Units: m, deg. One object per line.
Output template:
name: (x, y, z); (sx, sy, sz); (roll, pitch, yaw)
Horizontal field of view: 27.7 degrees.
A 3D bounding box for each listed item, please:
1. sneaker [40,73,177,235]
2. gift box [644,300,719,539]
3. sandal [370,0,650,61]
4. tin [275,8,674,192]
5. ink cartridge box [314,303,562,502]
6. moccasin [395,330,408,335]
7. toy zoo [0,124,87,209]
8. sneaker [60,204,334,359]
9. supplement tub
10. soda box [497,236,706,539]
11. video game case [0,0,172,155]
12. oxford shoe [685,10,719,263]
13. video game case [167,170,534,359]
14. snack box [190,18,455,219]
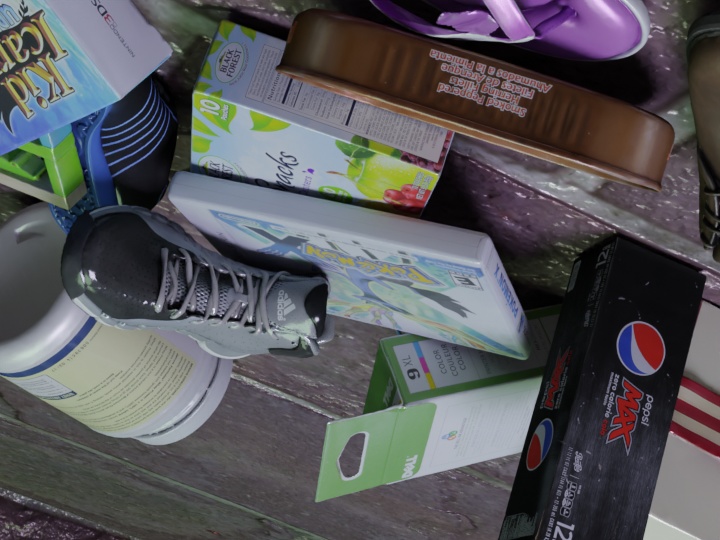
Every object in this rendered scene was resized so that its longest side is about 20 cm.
sneaker: (-0.149, -0.102, 0.872); (0.070, 0.078, 0.200); (32, 142, 18)
gift box: (0.250, 0.148, 1.015); (0.186, 0.185, 0.200); (27, 158, -7)
sandal: (0.034, -0.131, 0.658); (0.202, 0.050, 0.082); (23, 159, -13)
tin: (0.058, -0.084, 0.723); (0.199, 0.042, 0.112); (17, -179, 0)
ink cartridge box: (0.058, 0.091, 1.021); (0.199, 0.059, 0.104); (-11, 145, -17)
moccasin: (0.052, 0.081, 1.145); (0.068, 0.081, 0.200); (16, 159, 18)
toy zoo: (-0.229, -0.132, 0.822); (0.131, 0.020, 0.200); (20, 141, 25)
sneaker: (-0.080, 0.009, 0.889); (0.115, 0.075, 0.200); (3, 169, 32)
supplement tub: (-0.210, 0.048, 1.185); (0.145, 0.145, 0.200); (2, 154, 36)
soda box: (0.149, 0.086, 0.901); (0.071, 0.201, 0.063); (23, 161, -13)
video game case: (-0.212, -0.145, 0.732); (0.200, 0.045, 0.181); (-13, 121, 50)
oxford shoe: (0.192, -0.048, 0.692); (0.072, 0.085, 0.200); (9, 156, 29)
video game case: (0.000, 0.000, 0.914); (0.199, 0.022, 0.182); (12, 163, 19)
snack box: (-0.029, -0.065, 0.873); (0.142, 0.053, 0.200); (20, 161, -1)
